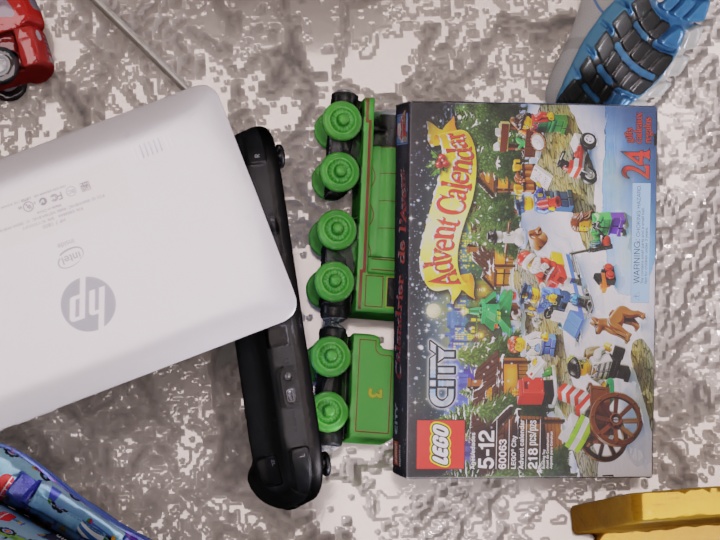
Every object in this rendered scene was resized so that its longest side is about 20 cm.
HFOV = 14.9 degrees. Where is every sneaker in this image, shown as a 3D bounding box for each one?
[{"bbox_3d":[0.154,-0.171,1.526,0.087,0.075,0.200,33,89,38],"label":"sneaker"}]

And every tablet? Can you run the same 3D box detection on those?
[{"bbox_3d":[-0.146,-0.002,1.407,0.200,0.014,0.130,-21,87,-2],"label":"tablet"}]

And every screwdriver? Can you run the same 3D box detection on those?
[{"bbox_3d":[-0.144,-0.152,1.533,0.200,0.028,0.029,40,111,9],"label":"screwdriver"}]

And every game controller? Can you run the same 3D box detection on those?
[{"bbox_3d":[-0.050,0.027,1.467,0.042,0.104,0.200,-7,81,-6],"label":"game controller"}]

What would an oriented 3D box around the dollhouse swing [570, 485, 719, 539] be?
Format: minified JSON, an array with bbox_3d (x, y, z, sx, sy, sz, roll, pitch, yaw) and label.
[{"bbox_3d":[0.202,0.207,1.402,0.182,0.176,0.200,-4,82,-1],"label":"dollhouse swing"}]

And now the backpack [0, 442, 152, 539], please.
[{"bbox_3d":[-0.170,0.174,1.395,0.183,0.200,0.135,33,83,6],"label":"backpack"}]

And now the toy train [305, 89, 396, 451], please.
[{"bbox_3d":[0.000,0.000,1.505,0.056,0.042,0.200,5,81,-9],"label":"toy train"}]

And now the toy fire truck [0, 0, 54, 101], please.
[{"bbox_3d":[-0.281,-0.145,1.523,0.200,0.049,0.141,-16,82,-2],"label":"toy fire truck"}]

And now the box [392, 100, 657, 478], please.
[{"bbox_3d":[0.088,0.011,1.474,0.137,0.038,0.200,0,91,-12],"label":"box"}]

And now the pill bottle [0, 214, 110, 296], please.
[{"bbox_3d":[-0.183,0.003,1.468,0.200,0.111,0.111,-17,81,-3],"label":"pill bottle"}]
